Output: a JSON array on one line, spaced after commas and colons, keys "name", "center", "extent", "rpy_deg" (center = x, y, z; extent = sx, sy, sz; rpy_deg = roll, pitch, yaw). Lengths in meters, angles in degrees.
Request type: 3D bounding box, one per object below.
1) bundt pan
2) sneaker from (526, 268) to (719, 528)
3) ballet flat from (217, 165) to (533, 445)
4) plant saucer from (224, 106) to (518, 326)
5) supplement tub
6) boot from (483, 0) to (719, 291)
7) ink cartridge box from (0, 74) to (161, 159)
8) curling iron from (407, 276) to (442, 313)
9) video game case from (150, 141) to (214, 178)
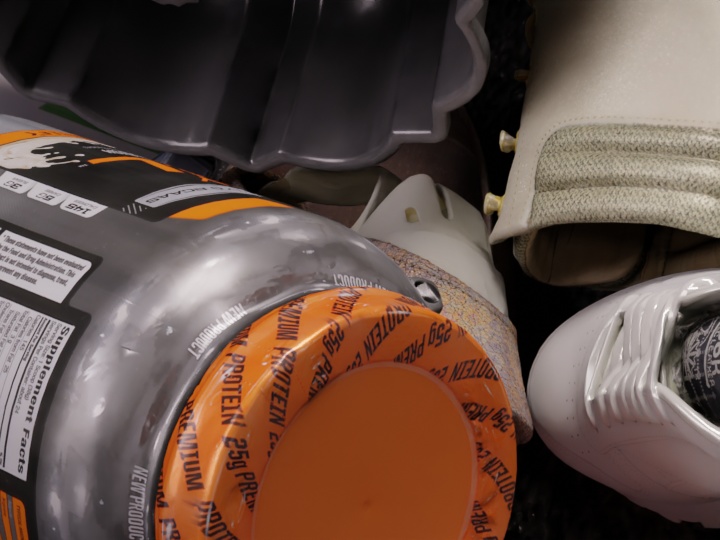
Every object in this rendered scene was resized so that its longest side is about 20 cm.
[{"name": "bundt pan", "center": [-0.049, -0.116, 0.830], "extent": [0.202, 0.202, 0.076], "rpy_deg": [-22, 42, 50]}, {"name": "sneaker", "center": [0.099, 0.027, 0.752], "extent": [0.200, 0.080, 0.077], "rpy_deg": [-1, 74, 58]}, {"name": "ballet flat", "center": [0.000, 0.000, 0.871], "extent": [0.067, 0.068, 0.200], "rpy_deg": [-56, 34, -8]}, {"name": "plant saucer", "center": [-0.008, 0.028, 0.956], "extent": [0.200, 0.034, 0.201], "rpy_deg": [-34, 45, 44]}, {"name": "supplement tub", "center": [-0.060, 0.034, 0.739], "extent": [0.200, 0.122, 0.123], "rpy_deg": [19, 89, 48]}, {"name": "boot", "center": [0.065, -0.072, 0.869], "extent": [0.200, 0.072, 0.155], "rpy_deg": [0, 75, 56]}, {"name": "ink cartridge box", "center": [-0.164, -0.087, 1.150], "extent": [0.084, 0.145, 0.200], "rpy_deg": [-56, 35, 21]}, {"name": "curling iron", "center": [-0.037, 0.062, 0.829], "extent": [0.050, 0.026, 0.200], "rpy_deg": [55, 133, 11]}, {"name": "video game case", "center": [-0.122, 0.050, 0.958], "extent": [0.200, 0.019, 0.143], "rpy_deg": [-56, 9, -12]}]
